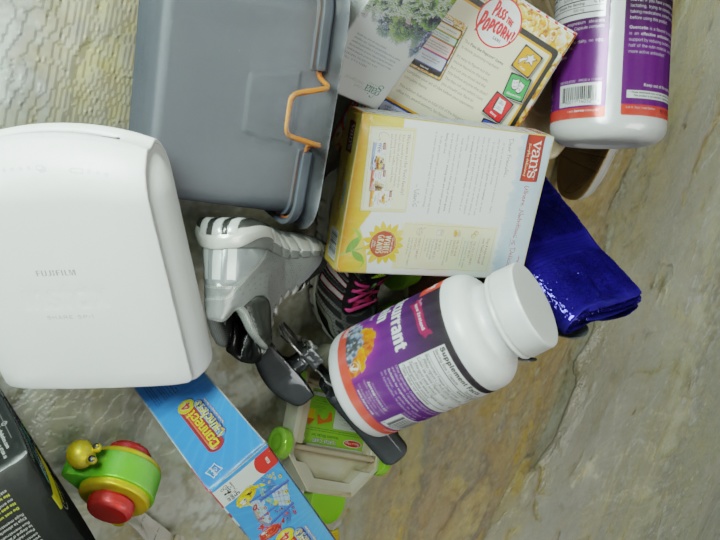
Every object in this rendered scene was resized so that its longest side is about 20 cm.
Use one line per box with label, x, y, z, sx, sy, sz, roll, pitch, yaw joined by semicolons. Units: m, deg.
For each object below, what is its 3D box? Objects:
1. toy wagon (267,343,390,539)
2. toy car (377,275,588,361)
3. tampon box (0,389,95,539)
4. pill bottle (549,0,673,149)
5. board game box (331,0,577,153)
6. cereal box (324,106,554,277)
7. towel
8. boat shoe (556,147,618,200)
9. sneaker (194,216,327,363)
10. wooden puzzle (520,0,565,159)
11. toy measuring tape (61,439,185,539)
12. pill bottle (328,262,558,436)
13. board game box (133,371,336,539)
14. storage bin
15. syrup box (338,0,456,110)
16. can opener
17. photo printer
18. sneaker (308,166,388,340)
toy wagon;-0.031;0.184;0.845;0.154;0.039;0.202;21;75;-39
toy car;0.137;0.035;0.851;0.163;0.200;0.159;-21;125;-31
tampon box;-0.289;0.202;0.605;0.126;0.150;0.201;-32;130;-23
pill bottle;0.246;-0.224;0.772;0.112;0.112;0.202;-1;94;-40
board game box;0.086;-0.172;0.742;0.151;0.046;0.201;24;108;-22
cereal box;0.074;-0.067;0.725;0.198;0.040;0.145;3;109;-24
towel;0.207;-0.028;0.849;0.147;0.200;0.050;-8;143;-44
boat shoe;0.310;-0.179;0.978;0.069;0.071;0.201;11;103;-42
sneaker;-0.087;0.022;0.688;0.200;0.074;0.117;13;79;-69
wooden puzzle;0.189;-0.248;0.827;0.185;0.046;0.200;-49;118;-23
toy measuring tape;-0.203;0.218;0.741;0.074;0.073;0.201;-43;131;-15
pill bottle;0.077;0.072;0.739;0.199;0.112;0.111;-28;142;26
board game box;-0.115;0.172;0.706;0.056;0.200;0.197;-38;131;-16
storage bin;-0.100;-0.137;0.609;0.133;0.145;0.202;-2;114;-29
syrup box;0.027;-0.241;0.650;0.078;0.082;0.200;13;126;-43
can opener;-0.032;0.133;0.798;0.067;0.053;0.200;-39;116;-2
photo printer;-0.205;-0.009;0.573;0.165;0.070;0.201;-1;122;5
sneaker;0.000;0.000;0.791;0.073;0.087;0.202;-16;120;-33
